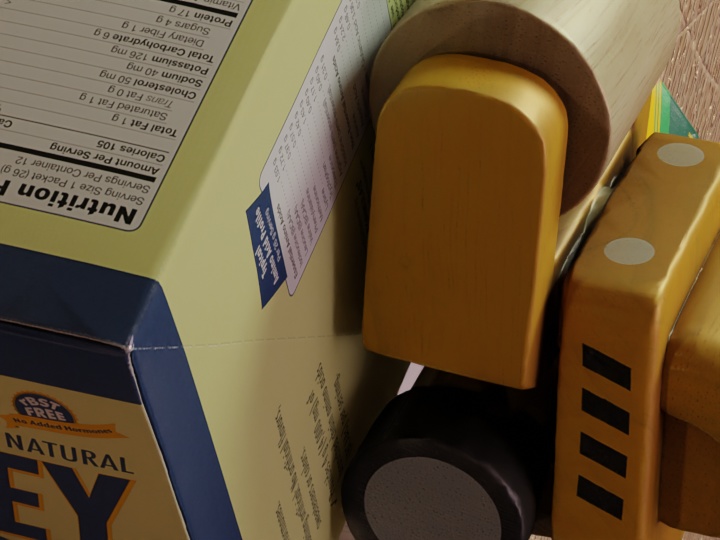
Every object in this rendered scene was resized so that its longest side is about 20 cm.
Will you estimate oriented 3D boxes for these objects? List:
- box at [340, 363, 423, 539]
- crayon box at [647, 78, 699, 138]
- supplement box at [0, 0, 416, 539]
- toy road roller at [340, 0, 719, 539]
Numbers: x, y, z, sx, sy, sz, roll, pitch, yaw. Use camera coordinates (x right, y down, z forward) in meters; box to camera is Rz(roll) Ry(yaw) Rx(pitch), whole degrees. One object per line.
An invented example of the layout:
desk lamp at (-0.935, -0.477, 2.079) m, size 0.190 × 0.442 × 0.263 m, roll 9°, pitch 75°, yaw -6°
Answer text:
box at (0.000, 0.000, 1.002) m, size 0.145 × 0.036 × 0.200 m, roll -64°, pitch 144°, yaw -30°
crayon box at (0.058, -0.048, 0.989) m, size 0.200 × 0.058 × 0.119 m, roll 45°, pitch 57°, yaw -51°
supplement box at (-0.069, -0.013, 0.734) m, size 0.200 × 0.134 × 0.200 m, roll 78°, pitch 30°, yaw -52°
toy road roller at (0.083, 0.002, 0.748) m, size 0.123 × 0.146 × 0.200 m, roll -56°, pitch 152°, yaw -53°
